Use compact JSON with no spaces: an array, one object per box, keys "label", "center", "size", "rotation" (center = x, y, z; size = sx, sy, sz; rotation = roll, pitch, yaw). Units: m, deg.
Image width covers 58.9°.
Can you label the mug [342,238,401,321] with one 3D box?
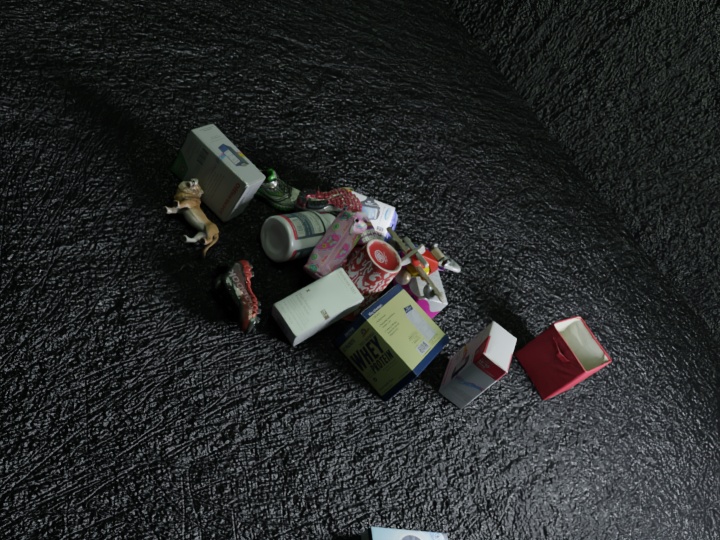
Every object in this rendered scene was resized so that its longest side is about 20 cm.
[{"label":"mug","center":[-0.006,0.004,1.646],"size":[0.133,0.200,0.178],"rotation":[-18,67,-48]}]

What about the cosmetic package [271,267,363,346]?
[{"label":"cosmetic package","center":[-0.103,0.085,1.529],"size":[0.199,0.074,0.102],"rotation":[-31,75,-24]}]

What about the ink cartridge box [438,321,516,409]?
[{"label":"ink cartridge box","center":[0.309,0.251,1.688],"size":[0.086,0.200,0.148],"rotation":[38,37,-4]}]

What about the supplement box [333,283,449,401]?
[{"label":"supplement box","center":[0.081,0.177,1.610],"size":[0.200,0.134,0.200],"rotation":[47,38,6]}]

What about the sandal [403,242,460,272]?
[{"label":"sandal","center":[0.217,-0.033,2.009],"size":[0.202,0.050,0.083],"rotation":[23,25,-5]}]

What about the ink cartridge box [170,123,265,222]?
[{"label":"ink cartridge box","center":[-0.360,-0.245,1.616],"size":[0.200,0.145,0.087],"rotation":[45,36,5]}]

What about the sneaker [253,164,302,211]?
[{"label":"sneaker","center":[-0.237,-0.227,1.758],"size":[0.199,0.085,0.078],"rotation":[17,44,-31]}]

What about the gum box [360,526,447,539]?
[{"label":"gum box","center":[0.103,0.615,1.284],"size":[0.199,0.045,0.171],"rotation":[17,44,-29]}]

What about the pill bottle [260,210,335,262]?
[{"label":"pill bottle","center":[-0.152,-0.094,1.678],"size":[0.199,0.120,0.120],"rotation":[-14,64,-48]}]

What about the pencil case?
[{"label":"pencil case","center":[-0.063,-0.062,1.634],"size":[0.087,0.087,0.200],"rotation":[36,81,-8]}]

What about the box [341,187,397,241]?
[{"label":"box","center":[0.015,-0.156,1.892],"size":[0.199,0.120,0.041],"rotation":[18,3,-31]}]

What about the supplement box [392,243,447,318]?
[{"label":"supplement box","center":[0.165,0.035,1.849],"size":[0.103,0.101,0.201],"rotation":[14,45,-31]}]

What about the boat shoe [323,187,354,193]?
[{"label":"boat shoe","center":[-0.092,-0.201,1.880],"size":[0.071,0.063,0.200],"rotation":[53,40,10]}]

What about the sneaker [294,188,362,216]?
[{"label":"sneaker","center":[-0.090,-0.183,1.789],"size":[0.199,0.075,0.081],"rotation":[3,56,-22]}]

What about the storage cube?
[{"label":"storage cube","center":[0.619,0.268,1.965],"size":[0.199,0.180,0.171],"rotation":[-8,59,-44]}]

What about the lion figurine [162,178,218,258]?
[{"label":"lion figurine","center":[-0.396,-0.126,1.546],"size":[0.201,0.072,0.122],"rotation":[61,26,1]}]

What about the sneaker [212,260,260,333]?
[{"label":"sneaker","center":[-0.287,0.057,1.453],"size":[0.098,0.071,0.201],"rotation":[11,46,-35]}]

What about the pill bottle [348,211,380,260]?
[{"label":"pill bottle","center":[0.011,-0.054,1.781],"size":[0.112,0.112,0.201],"rotation":[-17,75,-48]}]

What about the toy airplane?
[{"label":"toy airplane","center":[0.144,-0.013,1.704],"size":[0.199,0.141,0.200],"rotation":[39,20,-23]}]
